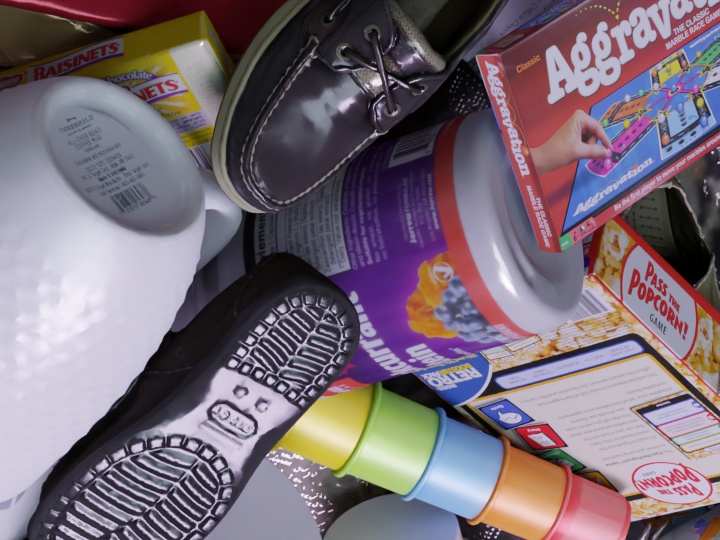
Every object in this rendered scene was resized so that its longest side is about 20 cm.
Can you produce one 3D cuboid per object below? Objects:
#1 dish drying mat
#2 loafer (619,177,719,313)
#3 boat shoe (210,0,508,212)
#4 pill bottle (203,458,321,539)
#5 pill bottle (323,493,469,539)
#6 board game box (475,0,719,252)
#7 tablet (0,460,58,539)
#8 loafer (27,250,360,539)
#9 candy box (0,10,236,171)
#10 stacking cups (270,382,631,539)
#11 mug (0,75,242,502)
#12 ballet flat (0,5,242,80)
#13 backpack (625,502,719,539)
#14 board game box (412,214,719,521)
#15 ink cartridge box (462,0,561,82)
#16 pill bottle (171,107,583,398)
[{"bbox_3d":[-0.086,-0.141,1.295,0.199,0.077,0.018,10,149,-25],"label":"dish drying mat"},{"bbox_3d":[0.155,0.010,1.465,0.076,0.067,0.200,-27,124,-3],"label":"loafer"},{"bbox_3d":[0.010,-0.107,1.235,0.073,0.065,0.200,43,78,-31],"label":"boat shoe"},{"bbox_3d":[-0.120,0.174,1.390,0.200,0.117,0.116,-34,128,31],"label":"pill bottle"},{"bbox_3d":[0.036,0.225,1.519,0.112,0.113,0.201,-19,123,-8],"label":"pill bottle"},{"bbox_3d":[0.144,-0.100,1.315,0.200,0.019,0.103,-34,113,-33],"label":"board game box"},{"bbox_3d":[-0.179,0.087,1.360,0.200,0.014,0.131,-25,129,-43],"label":"tablet"},{"bbox_3d":[-0.079,0.068,1.291,0.200,0.071,0.073,-42,118,13],"label":"loafer"},{"bbox_3d":[-0.147,-0.056,1.293,0.199,0.026,0.102,-15,137,12],"label":"candy box"},{"bbox_3d":[0.048,0.107,1.459,0.199,0.061,0.061,25,109,-15],"label":"stacking cups"},{"bbox_3d":[-0.138,-0.003,1.244,0.200,0.148,0.175,-10,153,-50],"label":"mug"},{"bbox_3d":[-0.094,-0.108,1.312,0.199,0.069,0.063,10,97,-26],"label":"ballet flat"},{"bbox_3d":[0.201,0.212,1.545,0.200,0.153,0.176,-35,131,-1],"label":"backpack"},{"bbox_3d":[0.128,0.058,1.444,0.151,0.046,0.200,-17,134,40],"label":"board game box"},{"bbox_3d":[0.094,-0.143,1.355,0.116,0.067,0.200,-42,123,5],"label":"ink cartridge box"},{"bbox_3d":[0.000,0.000,1.342,0.199,0.112,0.112,-18,129,27],"label":"pill bottle"}]
